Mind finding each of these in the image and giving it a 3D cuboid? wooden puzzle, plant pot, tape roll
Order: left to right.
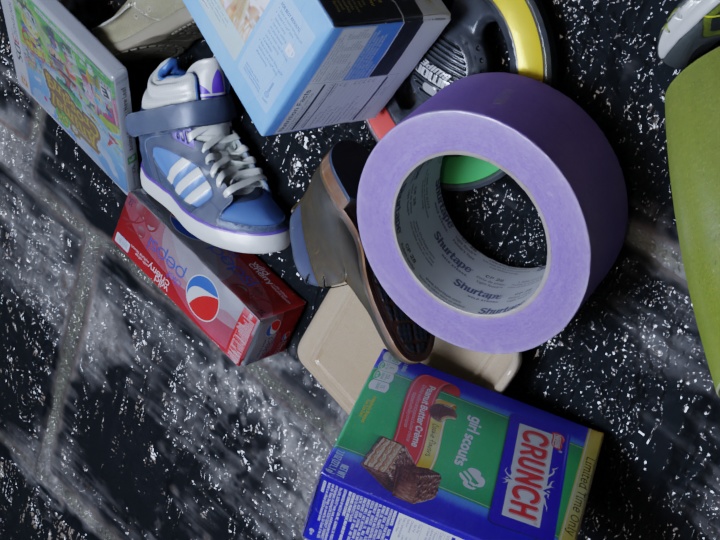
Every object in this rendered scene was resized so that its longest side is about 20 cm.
[{"bbox_3d":[0.041,0.072,1.198,0.200,0.037,0.186,49,127,25],"label":"wooden puzzle"},{"bbox_3d":[0.101,-0.044,1.050,0.197,0.085,0.203,16,125,25],"label":"tape roll"},{"bbox_3d":[0.281,-0.046,0.888,0.187,0.185,0.203,-37,64,39],"label":"plant pot"}]

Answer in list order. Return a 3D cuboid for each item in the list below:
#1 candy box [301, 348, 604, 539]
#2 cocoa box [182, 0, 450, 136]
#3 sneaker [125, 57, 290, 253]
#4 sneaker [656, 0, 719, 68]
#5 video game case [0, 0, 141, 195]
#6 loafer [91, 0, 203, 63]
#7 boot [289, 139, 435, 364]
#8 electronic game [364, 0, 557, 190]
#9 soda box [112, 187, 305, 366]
[{"bbox_3d":[0.077,0.168,1.062,0.197,0.170,0.078,22,126,7],"label":"candy box"},{"bbox_3d":[-0.050,-0.230,1.083,0.202,0.130,0.134,59,136,18],"label":"cocoa box"},{"bbox_3d":[-0.135,-0.117,1.256,0.199,0.080,0.148,32,125,35],"label":"sneaker"},{"bbox_3d":[0.278,-0.187,0.900,0.085,0.075,0.200,43,139,-3],"label":"sneaker"},{"bbox_3d":[-0.291,-0.194,1.350,0.200,0.022,0.183,44,154,22],"label":"video game case"},{"bbox_3d":[-0.187,-0.243,1.272,0.198,0.075,0.069,-11,86,44],"label":"loafer"},{"bbox_3d":[0.000,0.000,1.155,0.097,0.074,0.203,-41,60,47],"label":"boot"},{"bbox_3d":[0.072,-0.165,1.098,0.198,0.041,0.203,13,111,36],"label":"electronic game"},{"bbox_3d":[-0.148,0.001,1.308,0.200,0.070,0.064,43,125,23],"label":"soda box"}]
